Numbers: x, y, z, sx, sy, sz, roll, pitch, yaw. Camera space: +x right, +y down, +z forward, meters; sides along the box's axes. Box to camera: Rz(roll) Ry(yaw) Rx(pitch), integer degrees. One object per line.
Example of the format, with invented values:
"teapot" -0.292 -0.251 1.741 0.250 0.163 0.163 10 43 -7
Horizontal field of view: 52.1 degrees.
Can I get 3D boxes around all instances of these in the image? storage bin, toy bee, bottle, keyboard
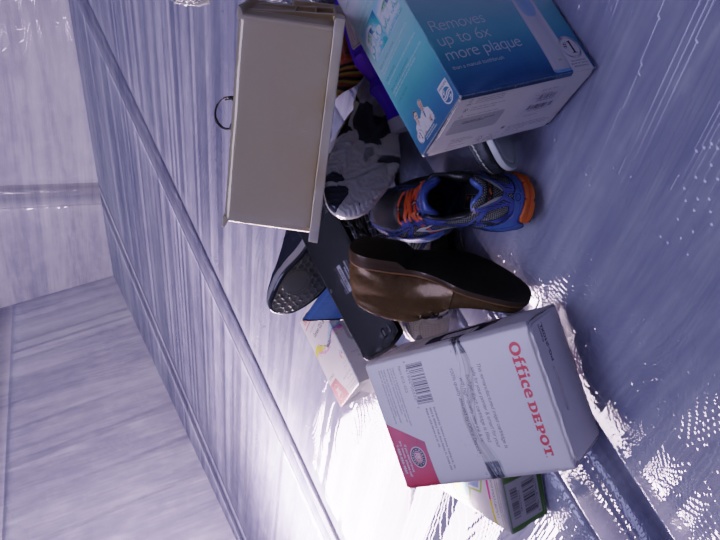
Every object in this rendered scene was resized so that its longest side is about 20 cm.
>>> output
"storage bin" -0.074 -0.161 0.738 0.199 0.093 0.201 -95 12 -67
"toy bee" -0.066 -0.225 0.900 0.199 0.109 0.132 6 90 35
"bottle" 0.027 -0.251 0.797 0.065 0.083 0.201 -13 94 63
"keyboard" 0.000 0.000 0.886 0.104 0.040 0.201 -40 73 42

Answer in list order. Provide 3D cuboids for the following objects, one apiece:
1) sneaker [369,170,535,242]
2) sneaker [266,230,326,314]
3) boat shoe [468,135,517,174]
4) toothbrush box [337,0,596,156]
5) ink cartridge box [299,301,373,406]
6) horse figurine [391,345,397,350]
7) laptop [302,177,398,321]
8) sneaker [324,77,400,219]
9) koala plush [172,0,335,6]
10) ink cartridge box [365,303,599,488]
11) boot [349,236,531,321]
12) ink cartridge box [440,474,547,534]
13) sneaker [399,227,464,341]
"sneaker" 0.079 -0.073 0.760 0.199 0.078 0.076 -8 78 46
"sneaker" -0.084 -0.053 1.007 0.203 0.077 0.146 -58 40 16
"boat shoe" 0.091 -0.173 0.720 0.060 0.075 0.201 -30 65 27
"toothbrush box" 0.082 -0.215 0.640 0.201 0.146 0.085 64 153 18
"ink cartridge box" -0.035 0.099 1.166 0.201 0.067 0.117 62 153 20
"horse figurine" 0.108 0.137 0.897 0.132 0.050 0.200 40 152 -13
"laptop" -0.025 -0.046 0.998 0.187 0.115 0.201 -10 98 64
"sneaker" -0.004 -0.118 0.868 0.130 0.079 0.200 114 167 -58
"koala plush" -0.134 -0.379 0.888 0.177 0.199 0.185 -15 88 64
"ink cartridge box" 0.124 0.133 0.763 0.199 0.084 0.145 -20 90 36
"boot" 0.082 0.021 0.796 0.199 0.074 0.076 13 119 17
"ink cartridge box" 0.138 0.231 0.917 0.200 0.059 0.104 14 120 61
"sneaker" 0.087 0.014 0.863 0.085 0.077 0.201 30 133 49
